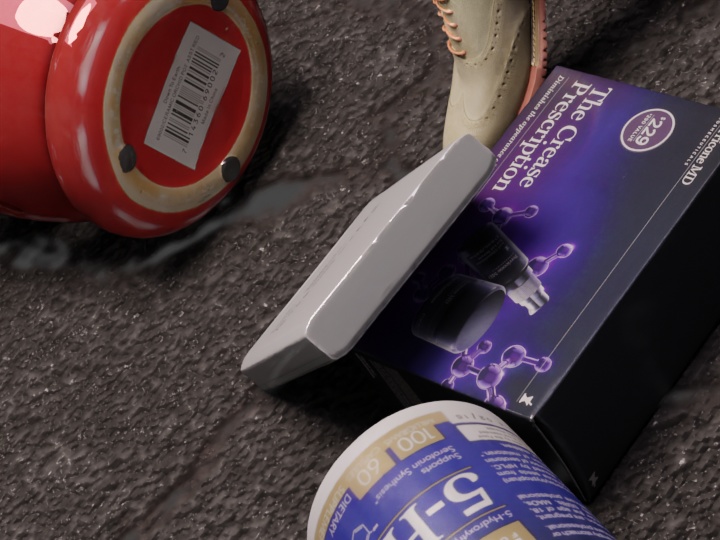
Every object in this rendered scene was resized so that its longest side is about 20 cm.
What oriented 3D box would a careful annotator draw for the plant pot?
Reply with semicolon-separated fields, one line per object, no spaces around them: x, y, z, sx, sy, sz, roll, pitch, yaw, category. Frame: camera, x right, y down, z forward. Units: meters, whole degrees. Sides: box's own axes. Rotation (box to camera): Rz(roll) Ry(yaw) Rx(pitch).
-0.169;-0.123;1.453;0.182;0.201;0.201;16;62;40;plant pot

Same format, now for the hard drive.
0.000;0.000;1.258;0.132;0.027;0.200;-51;4;-13;hard drive

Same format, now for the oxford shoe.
0.063;-0.145;1.336;0.071;0.074;0.201;30;115;57;oxford shoe

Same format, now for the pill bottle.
0.069;0.158;1.081;0.120;0.120;0.200;-40;40;-4;pill bottle

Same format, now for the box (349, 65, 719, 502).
0.109;0.002;1.236;0.141;0.079;0.200;21;66;42;box
